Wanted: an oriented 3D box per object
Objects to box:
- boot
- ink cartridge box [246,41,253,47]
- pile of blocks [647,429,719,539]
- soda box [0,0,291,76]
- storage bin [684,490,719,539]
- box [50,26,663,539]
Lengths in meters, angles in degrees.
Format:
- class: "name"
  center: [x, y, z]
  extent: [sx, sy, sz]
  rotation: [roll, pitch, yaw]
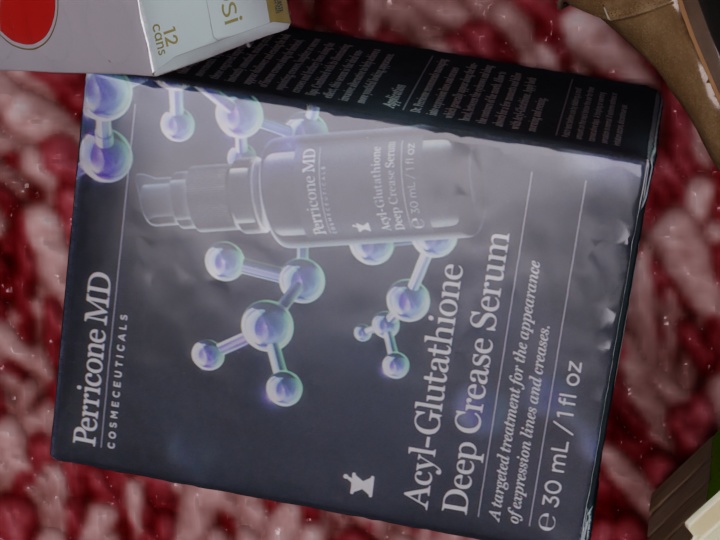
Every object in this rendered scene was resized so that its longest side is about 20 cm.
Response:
- class: "boot"
  center: [0.090, -0.112, 0.838]
  extent: [0.075, 0.074, 0.201]
  rotation: [-27, 93, 25]
- class: "ink cartridge box"
  center: [-0.050, -0.185, 0.817]
  extent: [0.037, 0.095, 0.202]
  rotation: [-13, 105, 12]
- class: "pile of blocks"
  center: [0.177, 0.053, 0.862]
  extent: [0.062, 0.082, 0.201]
  rotation: [26, 111, -11]
- class: "soda box"
  center: [-0.113, -0.108, 0.811]
  extent: [0.199, 0.063, 0.069]
  rotation: [7, 114, 48]
- class: "storage bin"
  center: [0.230, 0.107, 0.800]
  extent: [0.198, 0.094, 0.200]
  rotation: [-43, 133, 9]
- class: "box"
  center: [0.000, 0.000, 0.860]
  extent: [0.198, 0.107, 0.150]
  rotation: [9, 109, 6]
